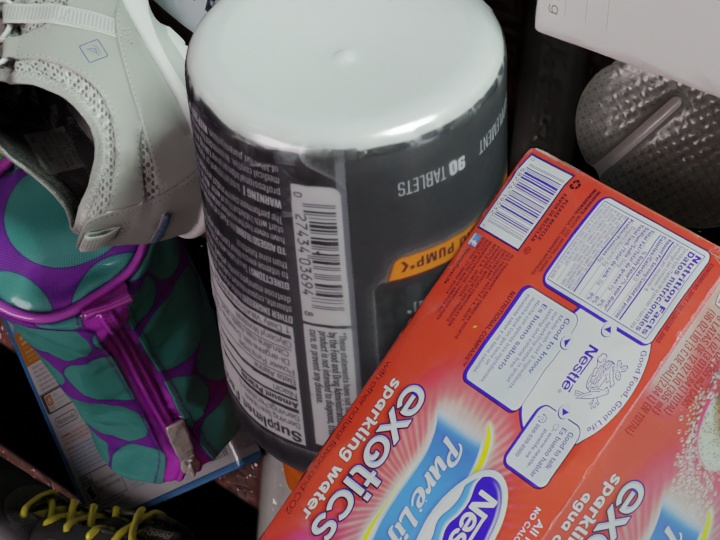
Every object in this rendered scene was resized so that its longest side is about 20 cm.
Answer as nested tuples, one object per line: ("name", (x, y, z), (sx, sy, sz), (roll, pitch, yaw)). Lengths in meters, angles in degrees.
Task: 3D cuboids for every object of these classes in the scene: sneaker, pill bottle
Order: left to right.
("sneaker", (-0.123, -0.089, 0.798), (0.200, 0.082, 0.075), (48, 137, 23))
("sneaker", (-0.126, 0.140, 1.058), (0.199, 0.074, 0.085), (37, 122, 3))
("pill bottle", (0.000, 0.000, 0.746), (0.106, 0.106, 0.201), (33, 144, 33))
("sneaker", (0.174, -0.037, 0.686), (0.199, 0.080, 0.071), (22, 122, 16))

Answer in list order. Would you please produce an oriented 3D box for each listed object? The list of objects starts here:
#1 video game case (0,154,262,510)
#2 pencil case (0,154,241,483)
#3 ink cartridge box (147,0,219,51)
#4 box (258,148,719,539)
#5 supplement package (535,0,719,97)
("video game case", (-0.132, 0.020, 1.064), (0.143, 0.018, 0.201), (-27, 85, 49))
("pencil case", (-0.102, 0.021, 0.907), (0.093, 0.085, 0.200), (62, 177, 27))
("ink cartridge box", (-0.044, -0.159, 0.811), (0.200, 0.084, 0.176), (41, 131, 29))
("box", (0.052, 0.078, 0.676), (0.100, 0.095, 0.201), (32, 87, 47))
("supplement package", (0.168, -0.108, 0.622), (0.199, 0.119, 0.122), (25, 122, 37))
